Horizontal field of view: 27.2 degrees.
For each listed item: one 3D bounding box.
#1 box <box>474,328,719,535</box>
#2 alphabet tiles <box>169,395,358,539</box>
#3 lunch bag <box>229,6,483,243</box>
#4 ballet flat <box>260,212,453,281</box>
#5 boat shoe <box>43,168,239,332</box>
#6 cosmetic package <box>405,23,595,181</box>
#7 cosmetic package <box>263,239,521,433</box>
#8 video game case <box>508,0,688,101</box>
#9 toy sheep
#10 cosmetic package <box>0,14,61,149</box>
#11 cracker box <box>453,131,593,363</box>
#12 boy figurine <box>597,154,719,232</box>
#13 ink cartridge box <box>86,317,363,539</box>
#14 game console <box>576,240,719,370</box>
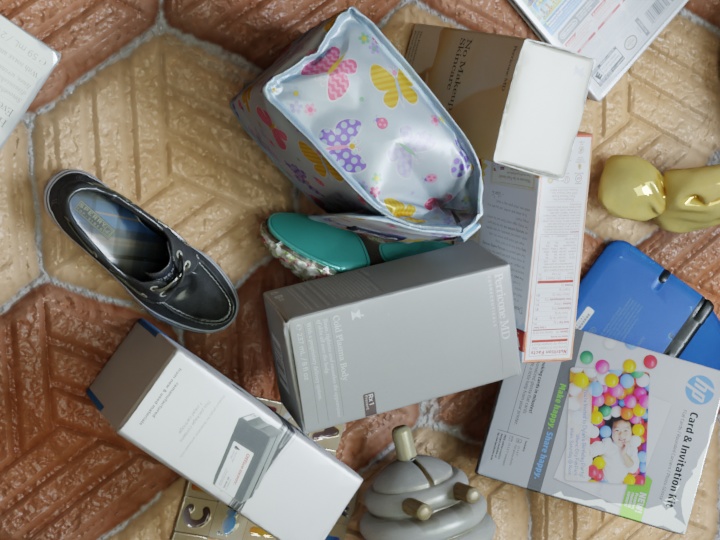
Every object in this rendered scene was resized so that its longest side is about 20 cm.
[{"bbox_3d":[0.222,0.142,1.381,0.199,0.041,0.157,17,85,2],"label":"box"},{"bbox_3d":[-0.084,0.217,1.347,0.167,0.008,0.201,15,95,-25],"label":"alphabet tiles"},{"bbox_3d":[0.001,-0.096,1.208,0.127,0.170,0.200,-45,102,-9],"label":"lunch bag"},{"bbox_3d":[0.000,0.000,1.307,0.199,0.076,0.064,11,130,-20],"label":"ballet flat"},{"bbox_3d":[-0.173,-0.011,1.226,0.070,0.066,0.200,-49,115,-7],"label":"boat shoe"},{"bbox_3d":[0.105,-0.145,1.245,0.071,0.200,0.106,12,96,-26],"label":"cosmetic package"},{"bbox_3d":[0.027,0.053,1.243,0.199,0.090,0.107,-15,110,-13],"label":"cosmetic package"},{"bbox_3d":[0.203,-0.275,1.362,0.143,0.018,0.200,-48,115,-7],"label":"video game case"},{"bbox_3d":[0.061,0.237,1.346,0.137,0.138,0.201,-11,96,-21],"label":"toy sheep"},{"bbox_3d":[-0.328,-0.110,1.135,0.101,0.074,0.201,33,86,-25],"label":"cosmetic package"},{"bbox_3d":[0.139,-0.030,1.320,0.057,0.134,0.201,-1,102,-27],"label":"cracker box"},{"bbox_3d":[0.322,-0.072,1.413,0.199,0.124,0.065,3,72,-2],"label":"boy figurine"},{"bbox_3d":[-0.114,0.138,1.234,0.200,0.145,0.084,38,84,-22],"label":"ink cartridge box"},{"bbox_3d":[0.256,0.100,1.464,0.170,0.118,0.200,36,85,6],"label":"game console"}]
